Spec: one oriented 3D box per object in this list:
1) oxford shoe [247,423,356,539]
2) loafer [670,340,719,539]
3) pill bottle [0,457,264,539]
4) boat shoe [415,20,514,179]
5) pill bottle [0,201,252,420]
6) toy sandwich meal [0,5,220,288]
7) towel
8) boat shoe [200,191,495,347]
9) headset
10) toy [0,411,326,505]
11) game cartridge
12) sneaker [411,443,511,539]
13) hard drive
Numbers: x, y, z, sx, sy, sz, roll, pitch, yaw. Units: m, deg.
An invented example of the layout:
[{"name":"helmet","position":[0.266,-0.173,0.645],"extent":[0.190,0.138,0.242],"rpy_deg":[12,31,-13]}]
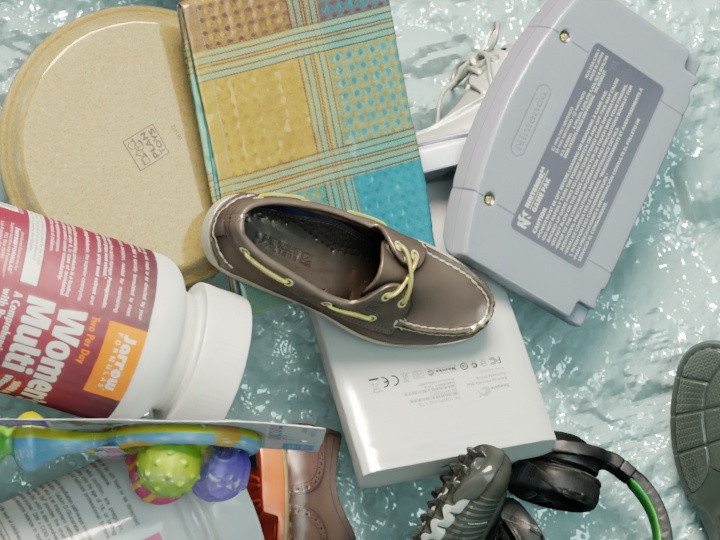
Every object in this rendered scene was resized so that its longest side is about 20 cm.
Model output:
[{"name":"oxford shoe","position":[-0.033,0.198,1.519],"extent":[0.072,0.071,0.202],"rpy_deg":[-2,84,-21]},{"name":"loafer","position":[0.262,0.146,1.614],"extent":[0.071,0.063,0.202],"rpy_deg":[-15,85,26]},{"name":"pill bottle","position":[-0.167,0.181,1.461],"extent":[0.199,0.113,0.114],"rpy_deg":[-24,90,-16]},{"name":"boat shoe","position":[0.097,-0.123,1.585],"extent":[0.201,0.075,0.087],"rpy_deg":[-21,90,-19]},{"name":"pill bottle","position":[-0.173,0.030,1.424],"extent":[0.199,0.109,0.110],"rpy_deg":[18,79,-18]},{"name":"toy sandwich meal","position":[-0.146,-0.068,1.517],"extent":[0.203,0.070,0.207],"rpy_deg":[2,83,-15]},{"name":"towel","position":[-0.033,-0.085,1.501],"extent":[0.146,0.022,0.202],"rpy_deg":[-13,95,-21]},{"name":"boat shoe","position":[0.000,0.000,1.468],"extent":[0.199,0.059,0.072],"rpy_deg":[20,80,-19]},{"name":"headset","position":[0.113,0.156,1.547],"extent":[0.199,0.094,0.124],"rpy_deg":[32,76,8]},{"name":"toy","position":[-0.123,0.113,1.392],"extent":[0.198,0.115,0.048],"rpy_deg":[5,80,-2]},{"name":"game cartridge","position":[0.136,-0.080,1.548],"extent":[0.133,0.041,0.201],"rpy_deg":[29,82,-25]},{"name":"sneaker","position":[0.070,0.191,1.489],"extent":[0.090,0.201,0.067],"rpy_deg":[26,38,2]},{"name":"hard drive","position":[0.036,0.037,1.533],"extent":[0.131,0.026,0.201],"rpy_deg":[-9,61,-16]}]
